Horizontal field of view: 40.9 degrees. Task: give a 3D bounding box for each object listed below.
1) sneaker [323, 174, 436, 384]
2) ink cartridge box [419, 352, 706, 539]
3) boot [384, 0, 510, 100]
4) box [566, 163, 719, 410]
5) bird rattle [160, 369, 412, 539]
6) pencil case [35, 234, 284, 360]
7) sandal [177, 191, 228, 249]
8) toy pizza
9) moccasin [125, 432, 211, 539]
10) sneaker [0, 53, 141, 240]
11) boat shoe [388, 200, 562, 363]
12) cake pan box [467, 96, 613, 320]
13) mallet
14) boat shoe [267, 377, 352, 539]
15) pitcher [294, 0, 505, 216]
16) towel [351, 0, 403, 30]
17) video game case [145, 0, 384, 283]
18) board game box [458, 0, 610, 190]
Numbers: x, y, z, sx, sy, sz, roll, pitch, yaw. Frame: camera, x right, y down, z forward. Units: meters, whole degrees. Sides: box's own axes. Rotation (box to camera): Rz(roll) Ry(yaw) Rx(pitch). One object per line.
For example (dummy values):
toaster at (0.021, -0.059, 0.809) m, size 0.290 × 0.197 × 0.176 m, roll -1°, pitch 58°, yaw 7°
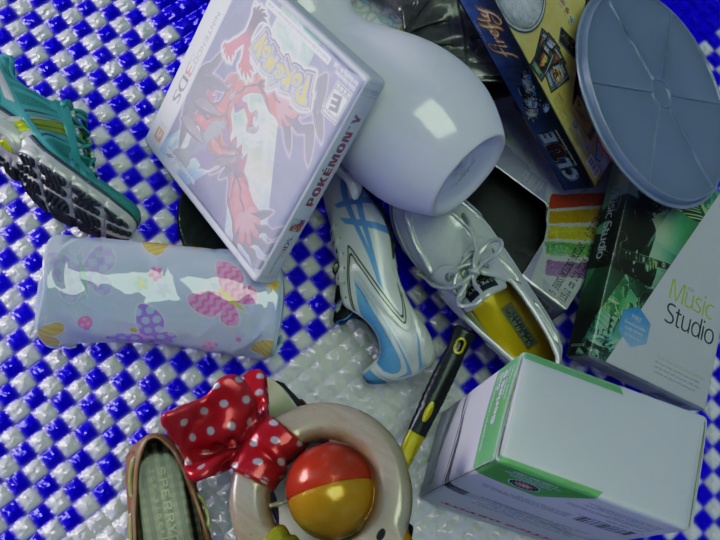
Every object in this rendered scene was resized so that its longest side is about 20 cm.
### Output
sneaker at (0.000, 0.000, 0.820) m, size 0.072 × 0.072 × 0.201 m, roll -19°, pitch 74°, yaw -7°
ink cartridge box at (0.143, 0.146, 0.736) m, size 0.145 × 0.200 × 0.085 m, roll 20°, pitch 67°, yaw -5°
boot at (0.045, -0.219, 0.830) m, size 0.198 × 0.070 × 0.133 m, roll 8°, pitch 80°, yaw 9°
box at (0.267, 0.007, 0.860) m, size 0.144 × 0.036 × 0.201 m, roll 24°, pitch 72°, yaw -25°
bird rattle at (-0.045, 0.158, 0.681) m, size 0.162 × 0.113 × 0.201 m, roll -13°, pitch 54°, yaw -1°
pencil case at (-0.158, 0.023, 0.772) m, size 0.198 × 0.083 × 0.092 m, roll 4°, pitch 91°, yaw -10°
sandal at (-0.096, -0.096, 0.838) m, size 0.075 × 0.048 × 0.201 m, roll 29°, pitch 70°, yaw -2°
toy pizza at (0.247, -0.147, 0.831) m, size 0.199 × 0.032 × 0.202 m, roll 13°, pitch 68°, yaw -34°
moccasin at (-0.134, 0.221, 0.717) m, size 0.073 × 0.078 × 0.203 m, roll -6°, pitch 75°, yaw -11°
sneaker at (-0.253, -0.105, 0.798) m, size 0.200 × 0.078 × 0.080 m, roll 43°, pitch 61°, yaw 3°
boat shoe at (0.094, 0.010, 0.787) m, size 0.074 × 0.086 × 0.203 m, roll -36°, pitch 92°, yaw 6°
cake pan box at (0.150, -0.079, 0.885) m, size 0.184 × 0.052 × 0.200 m, roll 37°, pitch 69°, yaw 3°
mallet at (0.050, 0.143, 0.779) m, size 0.066 × 0.041 × 0.201 m, roll 34°, pitch 84°, yaw -1°
boat shoe at (-0.035, 0.174, 0.737) m, size 0.073 × 0.063 × 0.202 m, roll -33°, pitch 64°, yaw 4°
pitcher at (0.001, -0.119, 0.769) m, size 0.200 × 0.121 × 0.172 m, roll 44°, pitch 109°, yaw 19°
towel at (0.041, -0.232, 0.890) m, size 0.200 × 0.048 × 0.171 m, roll -41°, pitch 77°, yaw -8°
video game case at (-0.085, -0.122, 0.757) m, size 0.023 × 0.183 × 0.200 m, roll 4°, pitch 35°, yaw -48°
board game box at (0.172, -0.189, 0.823) m, size 0.136 × 0.034 × 0.201 m, roll -51°, pitch 120°, yaw -31°
